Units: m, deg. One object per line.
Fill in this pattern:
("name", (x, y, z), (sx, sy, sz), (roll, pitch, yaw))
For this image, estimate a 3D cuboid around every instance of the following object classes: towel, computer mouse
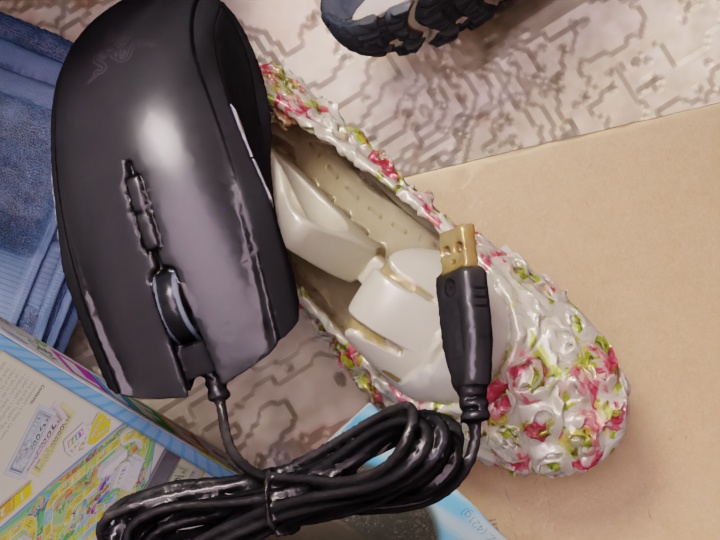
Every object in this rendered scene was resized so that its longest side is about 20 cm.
("towel", (-0.152, 0.008, 0.888), (0.111, 0.049, 0.201), (22, 90, 7))
("computer mouse", (-0.033, -0.011, 0.793), (0.140, 0.046, 0.201), (-14, 70, 18))

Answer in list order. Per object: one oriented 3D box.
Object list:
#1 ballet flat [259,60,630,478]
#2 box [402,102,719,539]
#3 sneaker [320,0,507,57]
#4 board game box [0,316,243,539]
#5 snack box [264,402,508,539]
("ballet flat", (0.000, 0.000, 0.840), (0.200, 0.064, 0.076), (38, 102, 24))
("box", (0.098, 0.051, 0.866), (0.163, 0.021, 0.201), (-13, 80, 4))
("sneaker", (0.054, -0.155, 0.869), (0.200, 0.078, 0.086), (-42, 82, -8))
("board game box", (-0.130, 0.127, 0.852), (0.134, 0.034, 0.200), (34, 90, -31))
("snack box", (0.031, 0.153, 0.812), (0.200, 0.037, 0.116), (44, 70, 11))
